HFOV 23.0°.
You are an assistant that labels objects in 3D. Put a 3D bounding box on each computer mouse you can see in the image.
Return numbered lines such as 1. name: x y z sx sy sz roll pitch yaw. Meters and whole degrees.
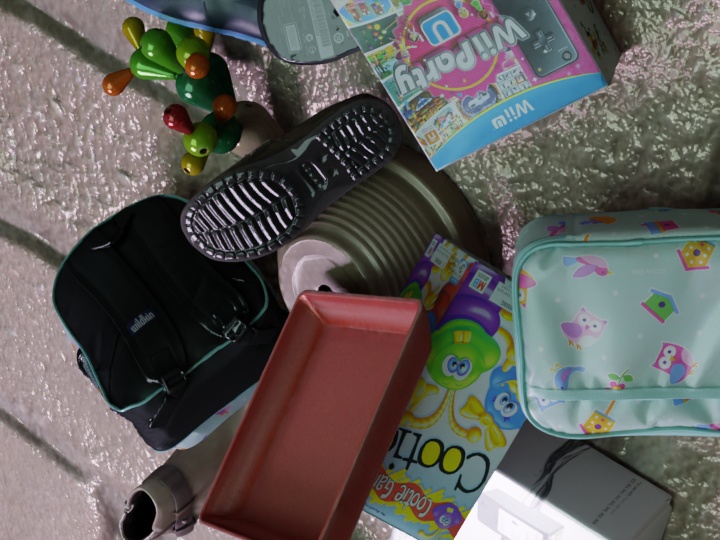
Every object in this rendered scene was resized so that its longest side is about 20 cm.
1. computer mouse: 0.028 -0.176 1.325 0.199 0.046 0.141 -14 102 23

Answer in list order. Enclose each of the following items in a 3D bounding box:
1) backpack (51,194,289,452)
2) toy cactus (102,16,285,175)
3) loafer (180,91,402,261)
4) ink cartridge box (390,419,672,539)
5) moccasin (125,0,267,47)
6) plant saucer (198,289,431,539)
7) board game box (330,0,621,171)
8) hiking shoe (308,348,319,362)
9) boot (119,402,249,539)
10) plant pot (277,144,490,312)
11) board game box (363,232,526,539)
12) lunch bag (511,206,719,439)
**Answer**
1. backpack: -0.166 0.042 1.544 0.200 0.176 0.153 48 175 30
2. toy cactus: -0.124 -0.130 1.440 0.165 0.102 0.200 40 -171 -31
3. loafer: -0.050 -0.073 1.390 0.199 0.071 0.073 -28 106 16
4. ink cartridge box: 0.135 0.203 1.441 0.199 0.084 0.146 31 131 24
5. moccasin: -0.103 -0.230 1.414 0.199 0.080 0.069 16 119 17
6. plant saucer: -0.028 0.114 1.300 0.037 0.200 0.200 29 168 -26
7. board game box: 0.068 -0.192 1.231 0.147 0.064 0.200 -25 107 27
8. hiking shoe: -0.023 0.099 1.479 0.200 0.086 0.075 136 126 -72
9. boot: -0.145 0.174 1.625 0.070 0.146 0.200 41 134 18
10. plant pot: 0.000 0.000 1.435 0.200 0.093 0.202 20 125 31
11. board game box: 0.060 0.090 1.333 0.103 0.201 0.105 29 -177 -19
12. lunch bag: 0.206 0.041 1.233 0.199 0.077 0.161 -1 107 9
